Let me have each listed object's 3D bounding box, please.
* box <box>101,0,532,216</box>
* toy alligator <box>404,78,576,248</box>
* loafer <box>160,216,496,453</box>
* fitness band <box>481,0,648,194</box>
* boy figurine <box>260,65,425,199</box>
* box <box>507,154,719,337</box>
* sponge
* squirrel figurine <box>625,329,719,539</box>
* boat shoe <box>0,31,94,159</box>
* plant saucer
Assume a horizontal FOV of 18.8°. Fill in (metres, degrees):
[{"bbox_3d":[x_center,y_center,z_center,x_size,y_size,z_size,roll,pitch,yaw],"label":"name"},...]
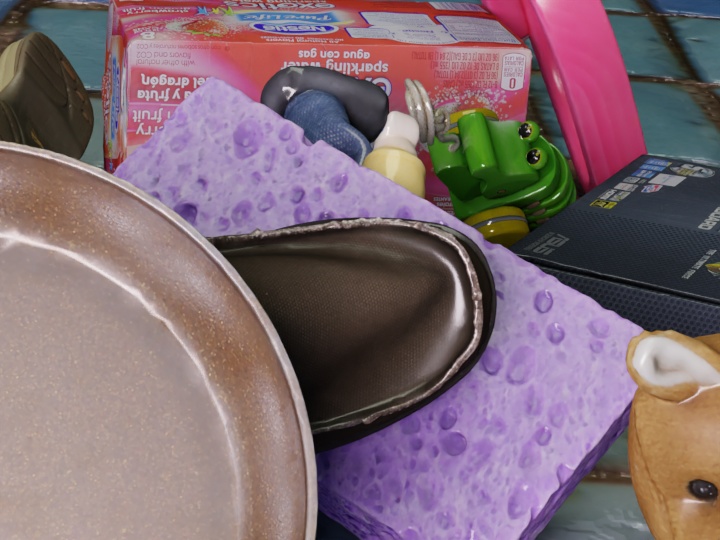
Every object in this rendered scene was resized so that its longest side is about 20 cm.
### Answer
[{"bbox_3d":[-0.025,-0.079,1.077,0.199,0.096,0.100,0,19,-13],"label":"box"},{"bbox_3d":[0.062,-0.043,0.937,0.054,0.060,0.200,-16,-19,6],"label":"toy alligator"},{"bbox_3d":[-0.047,0.027,0.661,0.199,0.073,0.071,-14,-3,-15],"label":"loafer"},{"bbox_3d":[0.094,-0.115,1.076,0.037,0.200,0.144,-25,51,1],"label":"fitness band"},{"bbox_3d":[0.000,0.000,0.834,0.064,0.125,0.200,8,34,-23],"label":"boy figurine"},{"bbox_3d":[0.164,0.005,0.946,0.157,0.051,0.200,14,21,22],"label":"box"},{"bbox_3d":[-0.008,0.020,0.744,0.200,0.030,0.112,32,63,20],"label":"sponge"},{"bbox_3d":[0.178,0.027,0.677,0.186,0.201,0.141,1,-9,23],"label":"squirrel figurine"},{"bbox_3d":[-0.179,-0.044,1.010,0.067,0.072,0.200,-25,21,18],"label":"boat shoe"},{"bbox_3d":[-0.111,0.063,0.584,0.199,0.201,0.032,3,-20,-5],"label":"plant saucer"}]
